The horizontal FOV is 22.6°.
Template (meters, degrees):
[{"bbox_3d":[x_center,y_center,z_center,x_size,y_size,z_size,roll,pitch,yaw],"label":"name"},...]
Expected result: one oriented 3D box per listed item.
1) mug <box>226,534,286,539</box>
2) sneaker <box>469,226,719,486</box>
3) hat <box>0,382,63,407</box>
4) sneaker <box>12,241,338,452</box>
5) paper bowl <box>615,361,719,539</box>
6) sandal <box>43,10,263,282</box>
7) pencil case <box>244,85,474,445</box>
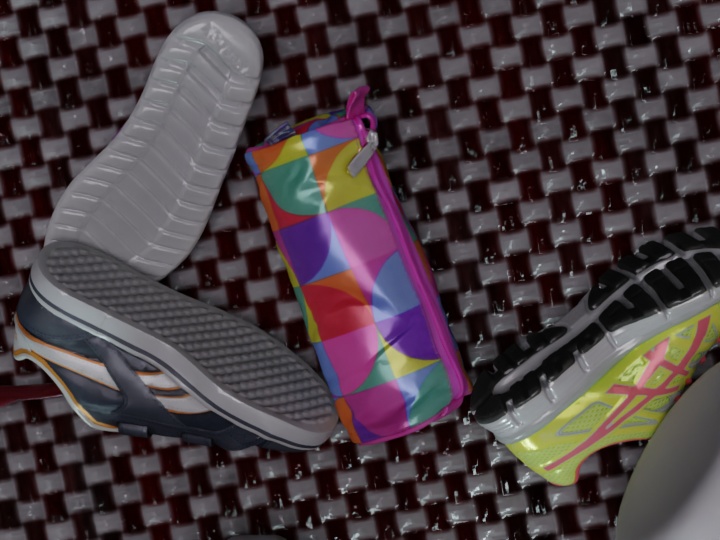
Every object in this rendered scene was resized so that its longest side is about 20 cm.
[{"bbox_3d":[-0.076,0.242,1.071,0.153,0.187,0.149,-39,57,0],"label":"mug"},{"bbox_3d":[0.165,0.051,1.048,0.200,0.078,0.090,-34,114,4],"label":"sneaker"},{"bbox_3d":[-0.309,0.068,1.110,0.200,0.166,0.176,47,60,-12],"label":"hat"},{"bbox_3d":[-0.113,0.062,1.069,0.200,0.078,0.079,30,120,0],"label":"sneaker"},{"bbox_3d":[0.214,0.125,0.972,0.104,0.201,0.201,32,98,-7],"label":"paper bowl"},{"bbox_3d":[-0.117,-0.065,1.075,0.082,0.050,0.203,32,110,-12],"label":"sandal"},{"bbox_3d":[0.000,0.000,1.048,0.088,0.088,0.200,-19,95,8],"label":"pencil case"}]
